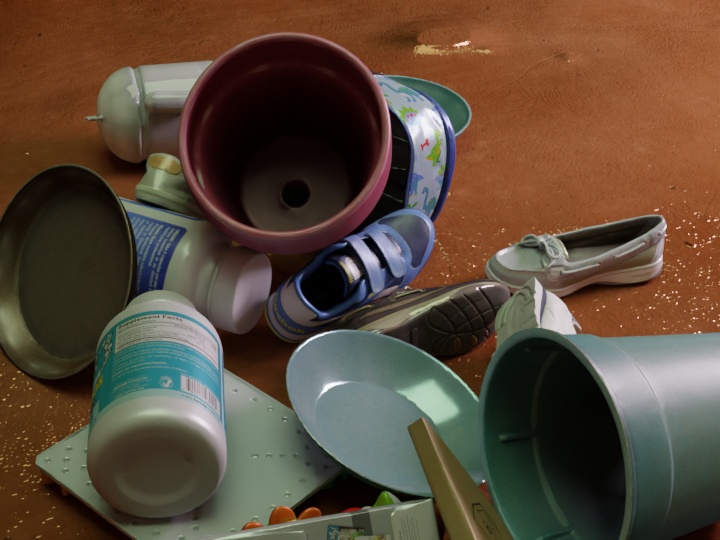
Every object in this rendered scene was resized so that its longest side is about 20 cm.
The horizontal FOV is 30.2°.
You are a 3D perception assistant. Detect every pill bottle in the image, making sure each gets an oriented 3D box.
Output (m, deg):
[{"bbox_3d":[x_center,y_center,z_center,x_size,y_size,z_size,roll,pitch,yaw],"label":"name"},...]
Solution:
[{"bbox_3d":[-0.168,0.101,1.111,0.110,0.112,0.201,-1,33,-6],"label":"pill bottle"},{"bbox_3d":[-0.193,-0.002,1.311,0.199,0.113,0.112,16,36,19],"label":"pill bottle"}]

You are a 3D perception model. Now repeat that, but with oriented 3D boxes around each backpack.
[{"bbox_3d":[0.008,-0.127,1.449,0.199,0.184,0.146,26,27,34],"label":"backpack"}]

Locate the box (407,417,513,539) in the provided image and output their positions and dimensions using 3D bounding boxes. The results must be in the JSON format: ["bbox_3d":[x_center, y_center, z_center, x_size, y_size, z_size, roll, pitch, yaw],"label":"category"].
[{"bbox_3d":[0.100,0.220,0.961,0.021,0.164,0.200,-30,35,6],"label":"box"}]

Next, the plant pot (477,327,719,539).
[{"bbox_3d":[0.229,0.136,1.077,0.195,0.202,0.200,-6,33,-28],"label":"plant pot"}]

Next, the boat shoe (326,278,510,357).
[{"bbox_3d":[0.055,0.043,1.295,0.199,0.075,0.073,-16,37,-28],"label":"boat shoe"}]

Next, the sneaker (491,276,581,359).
[{"bbox_3d":[0.168,0.088,1.233,0.080,0.076,0.201,40,36,-14],"label":"sneaker"}]

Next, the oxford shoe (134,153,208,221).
[{"bbox_3d":[-0.186,-0.084,1.405,0.075,0.058,0.200,16,-4,7],"label":"oxford shoe"}]

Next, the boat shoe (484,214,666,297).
[{"bbox_3d":[0.228,-0.019,1.408,0.200,0.065,0.075,-5,34,-12],"label":"boat shoe"}]

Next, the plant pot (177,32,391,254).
[{"bbox_3d":[-0.067,-0.102,1.285,0.198,0.179,0.202,0,76,1],"label":"plant pot"}]

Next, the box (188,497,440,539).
[{"bbox_3d":[-0.034,0.251,0.919,0.198,0.157,0.041,-8,-10,-16],"label":"box"}]

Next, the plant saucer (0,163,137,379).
[{"bbox_3d":[-0.276,0.002,1.252,0.200,0.201,0.032,30,12,36],"label":"plant saucer"}]

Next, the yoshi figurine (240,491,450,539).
[{"bbox_3d":[-0.020,0.237,1.002,0.198,0.112,0.113,1,65,-26],"label":"yoshi figurine"}]

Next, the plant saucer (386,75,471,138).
[{"bbox_3d":[0.039,-0.188,1.677,0.198,0.036,0.201,2,34,-2],"label":"plant saucer"}]

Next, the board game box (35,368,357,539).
[{"bbox_3d":[-0.138,0.167,1.136,0.199,0.026,0.199,27,40,32],"label":"board game box"}]

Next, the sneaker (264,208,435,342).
[{"bbox_3d":[0.000,0.000,1.309,0.199,0.082,0.074,-35,82,-22],"label":"sneaker"}]

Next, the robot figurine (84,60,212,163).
[{"bbox_3d":[-0.228,-0.189,1.590,0.198,0.114,0.170,-7,-4,-14],"label":"robot figurine"}]

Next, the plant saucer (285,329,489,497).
[{"bbox_3d":[0.022,0.132,1.157,0.200,0.039,0.202,19,32,-12],"label":"plant saucer"}]
